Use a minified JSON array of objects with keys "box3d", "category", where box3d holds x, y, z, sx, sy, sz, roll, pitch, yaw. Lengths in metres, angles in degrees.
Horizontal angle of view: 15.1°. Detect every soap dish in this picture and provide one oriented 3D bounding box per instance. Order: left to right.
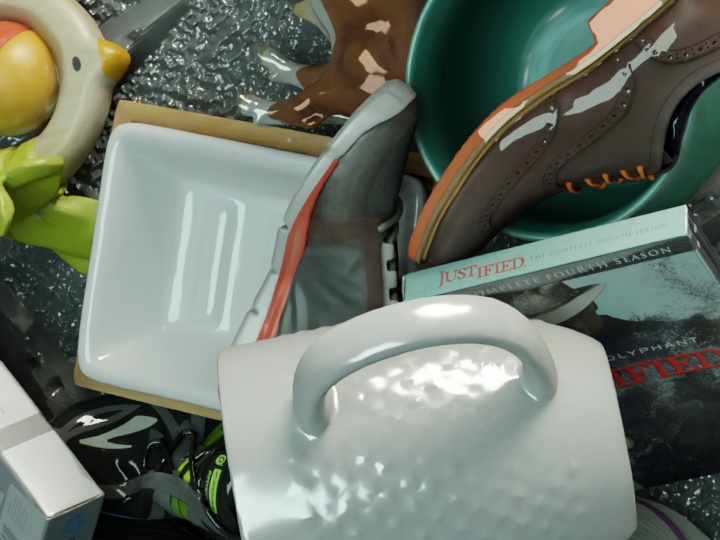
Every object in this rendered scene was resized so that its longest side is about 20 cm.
[{"box3d":[-0.046,0.003,1.442,0.199,0.081,0.158,12,97,23],"category":"soap dish"}]

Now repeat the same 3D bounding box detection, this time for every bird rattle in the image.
[{"box3d":[-0.210,-0.087,1.521,0.200,0.113,0.163,34,93,31],"category":"bird rattle"}]

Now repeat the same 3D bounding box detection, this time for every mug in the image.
[{"box3d":[0.030,0.077,1.230,0.175,0.200,0.148,-11,54,1],"category":"mug"},{"box3d":[0.107,-0.077,1.356,0.152,0.114,0.186,22,101,20],"category":"mug"}]

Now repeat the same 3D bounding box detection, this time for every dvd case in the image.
[{"box3d":[0.127,0.046,1.321,0.146,0.200,0.022,-13,50,22],"category":"dvd case"}]

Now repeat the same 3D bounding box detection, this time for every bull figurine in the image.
[{"box3d":[-0.009,-0.165,1.418,0.121,0.065,0.201,-9,81,20],"category":"bull figurine"}]

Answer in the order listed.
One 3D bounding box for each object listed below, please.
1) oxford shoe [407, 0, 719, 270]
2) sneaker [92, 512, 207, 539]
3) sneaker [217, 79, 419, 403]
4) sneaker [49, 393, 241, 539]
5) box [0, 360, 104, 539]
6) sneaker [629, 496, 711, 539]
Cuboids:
[{"box3d":[0.103,-0.060,1.259,0.200,0.071,0.073,-45,82,19],"category":"oxford shoe"},{"box3d":[-0.114,0.166,1.474,0.199,0.091,0.076,11,97,25],"category":"sneaker"},{"box3d":[0.000,0.000,1.343,0.082,0.077,0.200,28,118,8],"category":"sneaker"},{"box3d":[-0.077,0.105,1.443,0.199,0.083,0.071,13,80,10],"category":"sneaker"},{"box3d":[-0.222,0.106,1.483,0.200,0.041,0.156,47,140,26],"category":"box"},{"box3d":[0.100,0.165,1.403,0.199,0.075,0.100,7,132,11],"category":"sneaker"}]
